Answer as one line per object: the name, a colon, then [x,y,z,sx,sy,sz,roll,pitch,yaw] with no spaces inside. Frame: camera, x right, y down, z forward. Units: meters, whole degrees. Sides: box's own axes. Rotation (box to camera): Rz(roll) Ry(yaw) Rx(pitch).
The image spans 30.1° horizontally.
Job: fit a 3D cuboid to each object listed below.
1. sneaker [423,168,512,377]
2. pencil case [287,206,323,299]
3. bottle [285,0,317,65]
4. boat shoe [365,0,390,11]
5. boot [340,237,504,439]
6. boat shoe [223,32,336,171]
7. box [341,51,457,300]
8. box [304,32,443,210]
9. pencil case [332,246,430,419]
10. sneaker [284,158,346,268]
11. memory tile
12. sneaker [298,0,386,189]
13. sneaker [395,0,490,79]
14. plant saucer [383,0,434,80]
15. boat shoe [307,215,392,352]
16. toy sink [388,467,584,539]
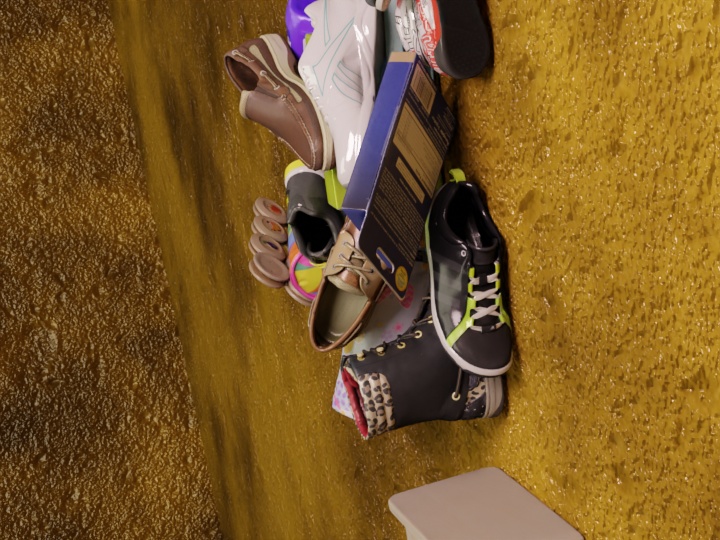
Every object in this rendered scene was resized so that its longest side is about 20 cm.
sneaker: [0.103,0.003,1.285,0.083,0.071,0.202,134,123,-68]
pencil case: [-0.047,-0.047,1.622,0.201,0.087,0.089,-95,3,-57]
bottle: [-0.042,-0.218,1.453,0.201,0.065,0.084,89,-165,-49]
boat shoe: [0.014,-0.318,1.238,0.073,0.061,0.201,106,175,-55]
boot: [0.053,0.062,1.345,0.073,0.152,0.206,158,100,-72]
boat shoe: [-0.086,-0.164,1.357,0.203,0.074,0.075,-122,26,-45]
box: [0.034,-0.087,1.251,0.121,0.032,0.202,50,-129,-54]
box: [0.014,-0.172,1.369,0.048,0.121,0.202,-146,47,-68]
pencil case: [0.029,0.067,1.451,0.083,0.090,0.202,34,114,61]
sneaker: [-0.034,-0.026,1.460,0.201,0.074,0.085,57,-150,-34]
memory tile: [-0.070,-0.016,1.664,0.017,0.152,0.201,-54,19,24]
sneaker: [-0.017,-0.170,1.278,0.070,0.079,0.202,59,-149,-71]
sneaker: [0.065,-0.280,1.222,0.108,0.067,0.203,-144,42,-62]
plant saucer: [0.051,-0.201,1.318,0.019,0.070,0.202,3,103,34]
boat shoe: [0.000,0.000,1.347,0.074,0.075,0.201,-54,-14,-63]
toy sink: [0.123,0.292,1.321,0.200,0.129,0.113,-150,49,-67]
